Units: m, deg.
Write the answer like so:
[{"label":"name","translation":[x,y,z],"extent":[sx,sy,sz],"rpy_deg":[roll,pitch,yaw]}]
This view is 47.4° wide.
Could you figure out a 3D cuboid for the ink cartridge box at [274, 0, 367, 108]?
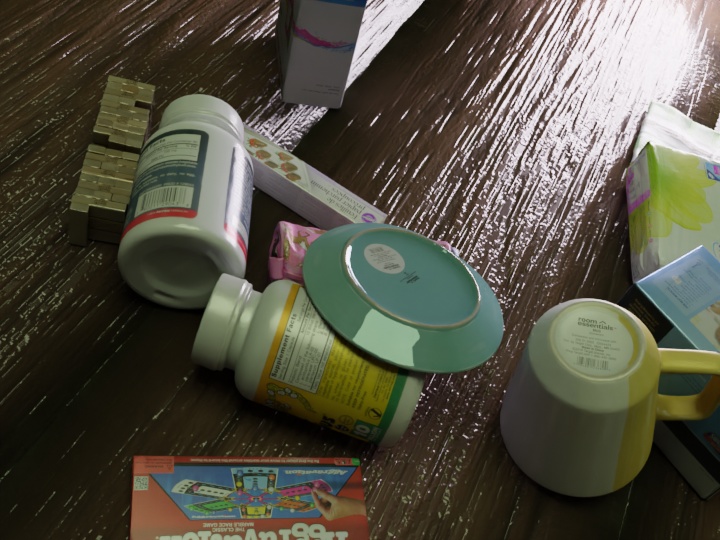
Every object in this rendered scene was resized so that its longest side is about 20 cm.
[{"label":"ink cartridge box","translation":[-0.050,-0.326,1.013],"extent":[0.083,0.201,0.146],"rpy_deg":[2,50,-13]}]

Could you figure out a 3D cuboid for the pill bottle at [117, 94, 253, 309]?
[{"label":"pill bottle","translation":[-0.166,-0.075,0.816],"extent":[0.118,0.120,0.202],"rpy_deg":[10,49,-12]}]

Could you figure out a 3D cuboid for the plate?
[{"label":"plate","translation":[0.044,0.012,0.751],"extent":[0.197,0.026,0.202],"rpy_deg":[14,38,-11]}]

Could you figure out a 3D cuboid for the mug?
[{"label":"mug","translation":[0.222,0.098,0.760],"extent":[0.185,0.154,0.150],"rpy_deg":[-27,54,-14]}]

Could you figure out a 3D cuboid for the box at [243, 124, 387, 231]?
[{"label":"box","translation":[-0.065,-0.091,0.921],"extent":[0.198,0.042,0.039],"rpy_deg":[33,48,9]}]

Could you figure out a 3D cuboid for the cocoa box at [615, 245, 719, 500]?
[{"label":"cocoa box","translation":[0.358,0.102,0.856],"extent":[0.132,0.132,0.201],"rpy_deg":[-22,62,-33]}]

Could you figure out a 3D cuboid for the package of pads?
[{"label":"package of pads","translation":[0.415,-0.057,1.034],"extent":[0.152,0.068,0.203],"rpy_deg":[13,58,-9]}]

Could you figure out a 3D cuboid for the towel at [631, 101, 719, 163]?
[{"label":"towel","translation":[0.472,-0.167,1.188],"extent":[0.148,0.031,0.201],"rpy_deg":[29,48,3]}]

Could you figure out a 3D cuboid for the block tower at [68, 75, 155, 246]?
[{"label":"block tower","translation":[-0.257,-0.115,0.859],"extent":[0.057,0.054,0.202],"rpy_deg":[10,50,-11]}]

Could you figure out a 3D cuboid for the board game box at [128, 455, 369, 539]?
[{"label":"board game box","translation":[-0.090,0.206,0.681],"extent":[0.197,0.020,0.104],"rpy_deg":[4,52,-17]}]

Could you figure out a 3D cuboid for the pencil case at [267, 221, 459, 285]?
[{"label":"pencil case","translation":[0.000,0.000,0.841],"extent":[0.197,0.087,0.084],"rpy_deg":[7,68,-14]}]

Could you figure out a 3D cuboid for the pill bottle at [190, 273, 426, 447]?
[{"label":"pill bottle","translation":[-0.046,0.076,0.740],"extent":[0.197,0.113,0.114],"rpy_deg":[20,48,-4]}]
